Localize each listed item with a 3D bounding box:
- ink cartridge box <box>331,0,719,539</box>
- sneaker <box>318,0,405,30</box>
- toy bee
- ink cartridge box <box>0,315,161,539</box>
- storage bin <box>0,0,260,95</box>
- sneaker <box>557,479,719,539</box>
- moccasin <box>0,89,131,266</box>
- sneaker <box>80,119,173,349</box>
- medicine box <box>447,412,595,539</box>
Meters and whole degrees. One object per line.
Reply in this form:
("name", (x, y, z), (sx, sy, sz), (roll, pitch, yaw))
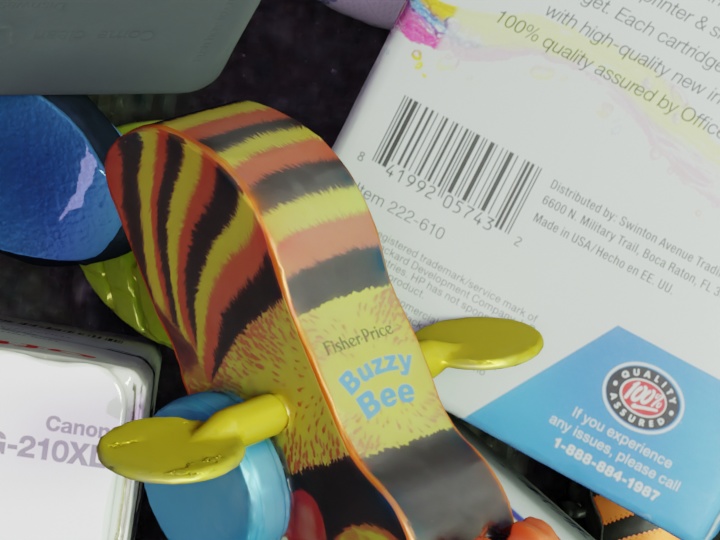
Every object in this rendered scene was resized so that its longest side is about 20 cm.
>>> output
("ink cartridge box", (0.084, -0.047, 0.816), (0.144, 0.085, 0.200), (29, 99, 11))
("sneaker", (0.036, -0.167, 0.933), (0.087, 0.075, 0.200), (36, 96, -15))
("toy bee", (0.006, 0.049, 0.740), (0.131, 0.109, 0.200), (-44, 111, -35))
("ink cartridge box", (-0.136, 0.054, 0.853), (0.145, 0.200, 0.084), (8, 90, -3))
("storage bin", (-0.112, -0.130, 0.834), (0.200, 0.146, 0.134), (-3, 59, -28))
("sneaker", (0.092, 0.087, 0.938), (0.090, 0.070, 0.200), (29, 88, 9))
("moccasin", (-0.144, -0.063, 0.913), (0.200, 0.068, 0.080), (46, 102, 20))
("sneaker", (0.000, 0.000, 0.924), (0.200, 0.084, 0.074), (12, 91, 16))
("medicine box", (0.011, 0.162, 0.853), (0.182, 0.103, 0.200), (41, 90, 17))
